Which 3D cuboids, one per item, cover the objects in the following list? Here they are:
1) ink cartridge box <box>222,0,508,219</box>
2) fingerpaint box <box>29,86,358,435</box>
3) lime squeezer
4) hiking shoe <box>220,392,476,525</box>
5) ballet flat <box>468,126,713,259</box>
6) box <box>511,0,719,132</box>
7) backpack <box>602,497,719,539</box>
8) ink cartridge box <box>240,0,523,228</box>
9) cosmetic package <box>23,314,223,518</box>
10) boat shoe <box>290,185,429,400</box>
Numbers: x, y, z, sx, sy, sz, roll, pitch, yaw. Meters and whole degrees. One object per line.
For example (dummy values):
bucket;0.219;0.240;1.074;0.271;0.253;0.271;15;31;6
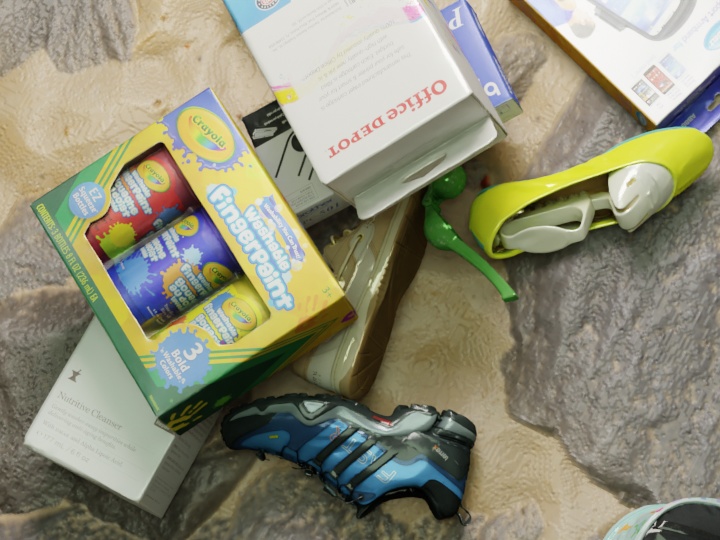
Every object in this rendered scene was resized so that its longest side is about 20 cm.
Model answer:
ink cartridge box;0.010;-0.142;1.636;0.128;0.125;0.200;-31;73;9
fingerpaint box;-0.125;-0.008;1.668;0.167;0.073;0.200;-32;73;0
lime squeezer;0.079;-0.060;1.716;0.071;0.038;0.201;-26;53;36
hiking shoe;-0.012;0.144;1.696;0.199;0.074;0.087;4;76;9
ballet flat;0.182;-0.052;1.719;0.199;0.067;0.067;-16;36;8
box;0.225;-0.200;1.769;0.119;0.041;0.200;-44;72;-4
backpack;0.255;0.252;1.577;0.199;0.151;0.178;17;77;-17
ink cartridge box;0.016;-0.120;1.721;0.200;0.044;0.094;-28;72;10
cosmetic package;-0.160;0.078;1.730;0.113;0.081;0.201;25;81;15
boat shoe;0.000;0.000;1.731;0.069;0.074;0.201;14;69;21
